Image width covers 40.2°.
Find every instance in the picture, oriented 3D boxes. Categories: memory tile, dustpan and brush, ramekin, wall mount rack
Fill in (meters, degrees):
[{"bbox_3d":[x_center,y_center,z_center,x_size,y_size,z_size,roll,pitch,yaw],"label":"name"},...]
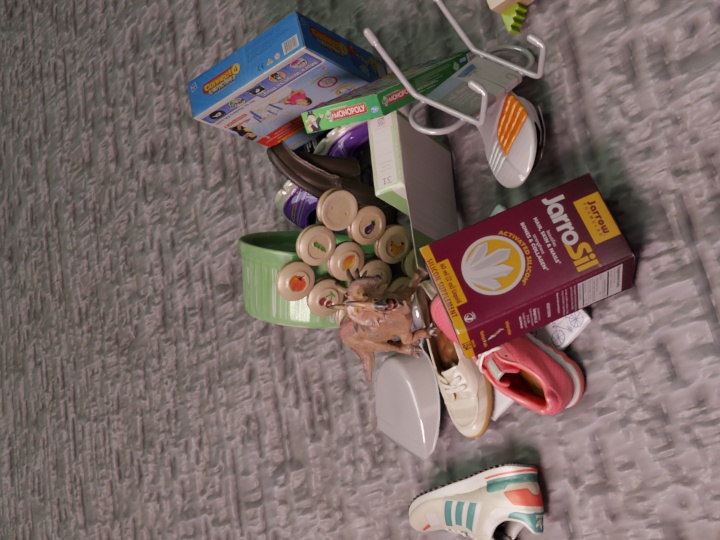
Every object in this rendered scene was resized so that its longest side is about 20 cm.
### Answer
[{"bbox_3d":[0.000,0.000,1.215,0.154,0.199,0.017,-59,35,1],"label":"memory tile"},{"bbox_3d":[0.065,0.123,1.248,0.139,0.057,0.202,21,119,62],"label":"dustpan and brush"},{"bbox_3d":[-0.065,0.010,1.305,0.199,0.199,0.099,14,104,46],"label":"ramekin"},{"bbox_3d":[0.108,-0.244,1.125,0.173,0.200,0.075,31,145,29],"label":"wall mount rack"}]

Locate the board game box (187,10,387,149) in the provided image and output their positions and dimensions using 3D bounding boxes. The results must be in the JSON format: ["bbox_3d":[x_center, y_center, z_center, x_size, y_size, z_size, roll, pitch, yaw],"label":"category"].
[{"bbox_3d":[-0.094,-0.246,1.327,0.199,0.195,0.056,-25,68,30],"label":"board game box"}]

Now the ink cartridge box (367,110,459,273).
[{"bbox_3d":[0.071,-0.076,1.183,0.048,0.145,0.202,-15,69,28],"label":"ink cartridge box"}]

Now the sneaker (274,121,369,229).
[{"bbox_3d":[-0.030,-0.137,1.369,0.083,0.081,0.200,45,110,6],"label":"sneaker"}]

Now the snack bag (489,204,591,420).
[{"bbox_3d":[0.164,0.045,1.179,0.189,0.021,0.201,-53,52,31],"label":"snack bag"}]

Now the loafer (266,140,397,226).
[{"bbox_3d":[-0.032,-0.123,1.308,0.072,0.199,0.073,-59,14,3],"label":"loafer"}]

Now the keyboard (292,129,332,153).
[{"bbox_3d":[-0.073,-0.184,1.454,0.104,0.040,0.201,-24,67,19],"label":"keyboard"}]

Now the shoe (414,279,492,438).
[{"bbox_3d":[0.106,0.104,1.183,0.070,0.053,0.201,-32,62,43],"label":"shoe"}]

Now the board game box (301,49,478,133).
[{"bbox_3d":[0.041,-0.222,1.209,0.134,0.200,0.029,-4,112,46],"label":"board game box"}]

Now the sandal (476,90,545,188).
[{"bbox_3d":[0.182,-0.172,1.156,0.079,0.059,0.207,-58,28,33],"label":"sandal"}]

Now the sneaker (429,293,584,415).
[{"bbox_3d":[0.155,0.087,1.090,0.200,0.087,0.074,36,117,17],"label":"sneaker"}]

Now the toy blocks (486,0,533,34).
[{"bbox_3d":[0.190,-0.401,1.145,0.136,0.100,0.201,-27,76,33],"label":"toy blocks"}]

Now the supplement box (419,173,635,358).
[{"bbox_3d":[0.178,-0.004,1.049,0.199,0.086,0.111,-24,63,3],"label":"supplement box"}]

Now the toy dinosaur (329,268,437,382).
[{"bbox_3d":[0.012,0.059,1.162,0.200,0.135,0.086,-57,46,46],"label":"toy dinosaur"}]

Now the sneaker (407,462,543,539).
[{"bbox_3d":[0.134,0.295,1.154,0.199,0.070,0.094,-33,58,38],"label":"sneaker"}]
